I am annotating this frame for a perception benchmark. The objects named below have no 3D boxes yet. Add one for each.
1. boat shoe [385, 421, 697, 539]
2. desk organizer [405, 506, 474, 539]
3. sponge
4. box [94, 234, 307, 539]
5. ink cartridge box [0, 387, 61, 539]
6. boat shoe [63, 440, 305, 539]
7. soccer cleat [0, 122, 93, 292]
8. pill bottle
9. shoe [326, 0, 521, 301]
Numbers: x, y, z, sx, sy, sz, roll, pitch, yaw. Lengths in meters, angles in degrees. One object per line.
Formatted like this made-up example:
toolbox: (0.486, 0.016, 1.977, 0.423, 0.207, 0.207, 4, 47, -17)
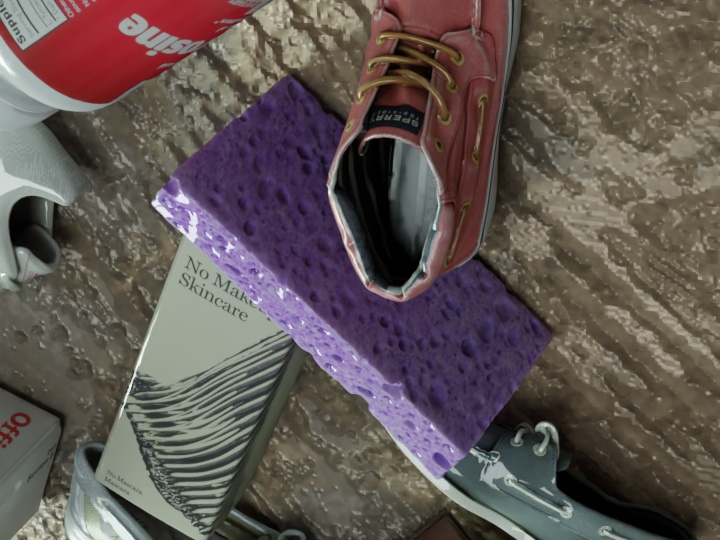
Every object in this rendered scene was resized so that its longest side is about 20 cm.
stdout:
boat shoe: (0.093, 0.106, 0.980, 0.200, 0.073, 0.062, 40, 112, -3)
desk organizer: (-0.002, 0.229, 1.017, 0.200, 0.077, 0.072, -39, 99, 0)
sponge: (0.000, 0.000, 0.931, 0.200, 0.112, 0.030, 44, 136, -2)
box: (-0.077, 0.050, 1.020, 0.082, 0.068, 0.200, 28, 125, 8)
ink cartridge box: (-0.305, 0.111, 1.112, 0.199, 0.146, 0.084, 26, 125, 10)
boat shoe: (-0.087, 0.168, 1.085, 0.201, 0.074, 0.065, 29, 138, 16)
soccer cleat: (-0.225, -0.006, 1.057, 0.086, 0.070, 0.200, 40, 125, 0)
pill bottle: (-0.123, -0.149, 0.907, 0.200, 0.112, 0.112, -27, 103, 34)
shoe: (0.031, -0.088, 0.866, 0.071, 0.091, 0.201, 7, 108, 17)
